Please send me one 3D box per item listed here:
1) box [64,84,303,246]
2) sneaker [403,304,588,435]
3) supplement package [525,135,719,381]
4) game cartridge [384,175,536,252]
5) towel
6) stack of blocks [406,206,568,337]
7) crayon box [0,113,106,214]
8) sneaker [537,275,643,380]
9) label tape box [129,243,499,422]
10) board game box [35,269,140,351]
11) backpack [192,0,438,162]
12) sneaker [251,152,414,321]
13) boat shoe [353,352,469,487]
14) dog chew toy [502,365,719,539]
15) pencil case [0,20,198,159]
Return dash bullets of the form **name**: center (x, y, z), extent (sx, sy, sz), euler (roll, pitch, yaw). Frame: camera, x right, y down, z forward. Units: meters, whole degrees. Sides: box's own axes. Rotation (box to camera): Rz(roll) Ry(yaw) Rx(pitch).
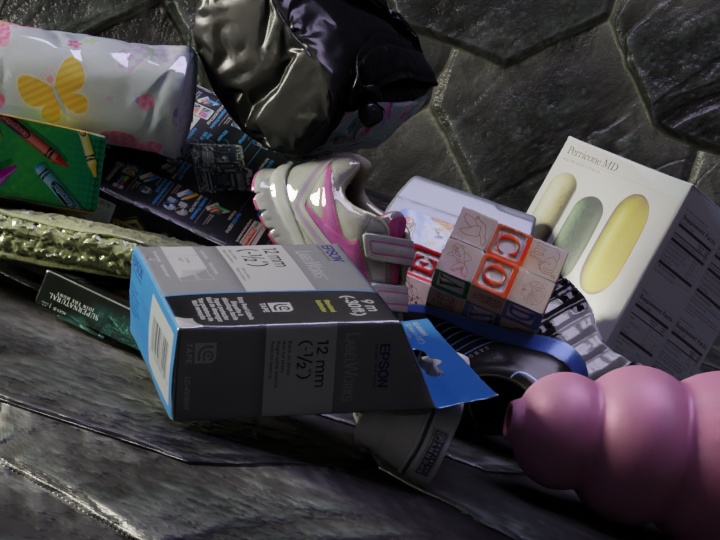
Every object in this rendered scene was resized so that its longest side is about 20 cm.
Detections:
- **box**: center (-0.123, -0.068, 1.581), extent (0.159, 0.046, 0.200), euler (25, 33, 3)
- **sneaker**: center (0.063, 0.077, 1.519), extent (0.200, 0.070, 0.078), euler (6, 33, 29)
- **supplement package**: center (0.227, 0.016, 1.852), extent (0.152, 0.200, 0.151), euler (26, -5, 43)
- **game cartridge**: center (0.069, 0.004, 1.763), extent (0.133, 0.042, 0.200), euler (21, 46, -3)
- **towel**: center (-0.208, -0.021, 1.424), extent (0.200, 0.037, 0.148), euler (9, 0, 14)
- **stack of blocks**: center (0.082, 0.029, 1.593), extent (0.115, 0.059, 0.200), euler (23, -25, 5)
- **crayon box**: center (-0.281, -0.077, 1.486), extent (0.119, 0.058, 0.200), euler (10, -4, -33)
- **sneaker**: center (0.175, 0.079, 1.698), extent (0.066, 0.091, 0.200), euler (-26, 55, -24)
- **label tape box**: center (-0.030, 0.033, 1.258), extent (0.200, 0.066, 0.143), euler (-3, 20, -16)
- **board game box**: center (-0.117, 0.040, 1.422), extent (0.135, 0.028, 0.200), euler (24, 6, 21)
- **backpack**: center (-0.033, -0.157, 1.574), extent (0.167, 0.127, 0.200), euler (62, 25, 11)
- **sneaker**: center (0.000, 0.000, 1.485), extent (0.200, 0.088, 0.081), euler (64, 16, 6)
- **boat shoe**: center (0.026, 0.086, 1.330), extent (0.066, 0.072, 0.200), euler (25, 14, -1)
- **dog chew toy**: center (0.194, 0.118, 1.378), extent (0.200, 0.125, 0.125), euler (13, 7, -8)
- **pencil case**: center (-0.217, -0.139, 1.522), extent (0.200, 0.083, 0.091), euler (9, 15, -2)
